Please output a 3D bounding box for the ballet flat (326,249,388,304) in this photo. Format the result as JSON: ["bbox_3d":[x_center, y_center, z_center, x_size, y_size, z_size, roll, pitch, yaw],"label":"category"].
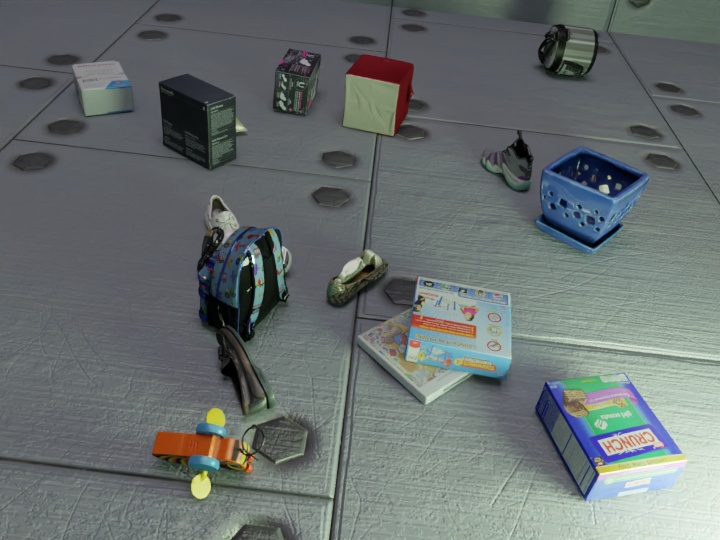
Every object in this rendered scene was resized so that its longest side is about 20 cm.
[{"bbox_3d":[0.000,0.000,1.505,0.067,0.076,0.199,26,41,27],"label":"ballet flat"}]

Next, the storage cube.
[{"bbox_3d":[0.055,-0.539,2.147,0.197,0.173,0.181,15,38,11],"label":"storage cube"}]

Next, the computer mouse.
[{"bbox_3d":[-0.248,-0.027,1.517,0.197,0.044,0.111,11,70,-6],"label":"computer mouse"}]

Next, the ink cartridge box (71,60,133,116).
[{"bbox_3d":[-0.780,-0.553,2.113,0.143,0.086,0.201,-12,42,-24],"label":"ink cartridge box"}]

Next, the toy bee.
[{"bbox_3d":[-0.219,0.291,1.086,0.198,0.109,0.132,16,67,33],"label":"toy bee"}]

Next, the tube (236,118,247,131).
[{"bbox_3d":[-0.410,-0.460,2.082,0.058,0.052,0.200,-43,50,5],"label":"tube"}]

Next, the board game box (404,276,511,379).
[{"bbox_3d":[0.194,0.107,1.371,0.197,0.057,0.197,11,38,5],"label":"board game box"}]

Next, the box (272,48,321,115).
[{"bbox_3d":[-0.199,-0.598,2.221,0.113,0.134,0.201,12,37,1],"label":"box"}]

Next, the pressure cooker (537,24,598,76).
[{"bbox_3d":[0.774,-0.834,2.643,0.196,0.178,0.180,6,33,-7],"label":"pressure cooker"}]

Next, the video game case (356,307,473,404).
[{"bbox_3d":[0.122,0.155,1.362,0.180,0.023,0.199,-24,46,-34],"label":"video game case"}]

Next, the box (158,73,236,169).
[{"bbox_3d":[-0.436,-0.403,1.884,0.198,0.184,0.104,29,42,27],"label":"box"}]

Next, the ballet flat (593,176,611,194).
[{"bbox_3d":[0.674,-0.243,1.933,0.073,0.075,0.201,13,37,9],"label":"ballet flat"}]

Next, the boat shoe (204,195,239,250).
[{"bbox_3d":[-0.314,-0.103,1.599,0.070,0.070,0.200,-11,41,-27],"label":"boat shoe"}]

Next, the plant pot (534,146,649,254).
[{"bbox_3d":[0.557,-0.166,1.719,0.199,0.182,0.199,32,43,30],"label":"plant pot"}]

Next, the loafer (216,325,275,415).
[{"bbox_3d":[-0.221,0.175,1.249,0.062,0.073,0.200,-22,47,-25],"label":"loafer"}]

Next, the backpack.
[{"bbox_3d":[-0.228,0.005,1.359,0.133,0.202,0.183,20,39,18],"label":"backpack"}]

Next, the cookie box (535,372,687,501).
[{"bbox_3d":[0.422,0.279,1.198,0.168,0.076,0.201,-4,39,-14],"label":"cookie box"}]

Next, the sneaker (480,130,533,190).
[{"bbox_3d":[0.417,-0.330,1.948,0.077,0.142,0.200,-17,43,-28],"label":"sneaker"}]
